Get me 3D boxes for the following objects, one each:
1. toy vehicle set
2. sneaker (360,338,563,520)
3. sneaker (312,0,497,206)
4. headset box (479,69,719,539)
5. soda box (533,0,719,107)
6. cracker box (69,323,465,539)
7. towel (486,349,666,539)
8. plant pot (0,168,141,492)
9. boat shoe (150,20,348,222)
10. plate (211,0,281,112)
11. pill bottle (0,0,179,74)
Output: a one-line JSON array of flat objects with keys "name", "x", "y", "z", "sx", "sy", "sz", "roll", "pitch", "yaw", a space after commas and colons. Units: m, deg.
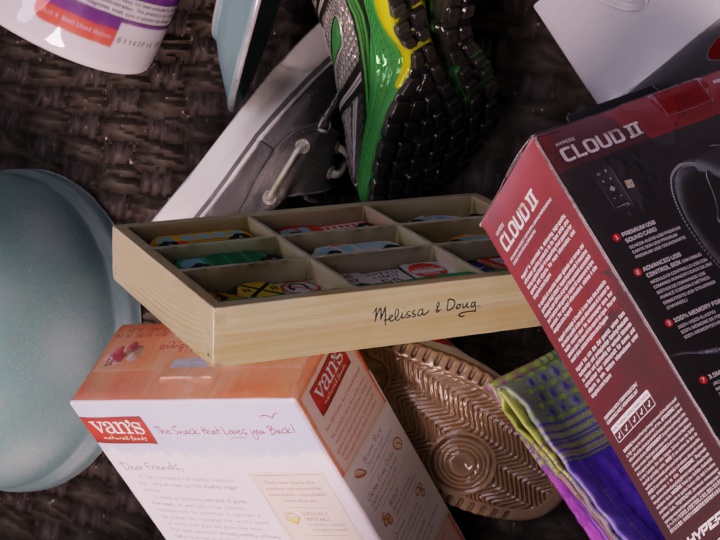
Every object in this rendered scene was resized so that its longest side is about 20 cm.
[{"name": "toy vehicle set", "x": 0.000, "y": 0.000, "z": 0.763, "sx": 0.124, "sy": 0.199, "sz": 0.027, "roll": 32, "pitch": 123, "yaw": 56}, {"name": "sneaker", "x": 0.022, "y": 0.047, "z": 0.855, "sx": 0.199, "sy": 0.113, "sz": 0.071, "roll": 32, "pitch": 107, "yaw": -1}, {"name": "sneaker", "x": 0.017, "y": -0.116, "z": 0.820, "sx": 0.085, "sy": 0.078, "sz": 0.201, "roll": 40, "pitch": 143, "yaw": 38}, {"name": "headset box", "x": 0.157, "y": 0.005, "z": 0.701, "sx": 0.201, "sy": 0.148, "sz": 0.077, "roll": 60, "pitch": 153, "yaw": 20}, {"name": "soda box", "x": 0.179, "y": -0.153, "z": 0.749, "sx": 0.200, "sy": 0.063, "sz": 0.068, "roll": -40, "pitch": 68, "yaw": 26}, {"name": "cracker box", "x": -0.034, "y": 0.113, "z": 0.817, "sx": 0.133, "sy": 0.058, "sz": 0.201, "roll": -3, "pitch": 131, "yaw": 33}, {"name": "towel", "x": 0.164, "y": 0.094, "z": 0.715, "sx": 0.200, "sy": 0.143, "sz": 0.023, "roll": 53, "pitch": 151, "yaw": 27}, {"name": "plant pot", "x": -0.248, "y": 0.036, "z": 0.987, "sx": 0.199, "sy": 0.134, "sz": 0.202, "roll": -1, "pitch": 88, "yaw": 34}, {"name": "boat shoe", "x": -0.037, "y": -0.067, "z": 0.895, "sx": 0.064, "sy": 0.071, "sz": 0.200, "roll": 40, "pitch": 106, "yaw": -1}, {"name": "plate", "x": -0.042, "y": -0.177, "z": 0.830, "sx": 0.025, "sy": 0.200, "sz": 0.201, "roll": 18, "pitch": 100, "yaw": -3}, {"name": "pill bottle", "x": -0.130, "y": -0.221, "z": 0.929, "sx": 0.111, "sy": 0.111, "sz": 0.201, "roll": 35, "pitch": 107, "yaw": 29}]
